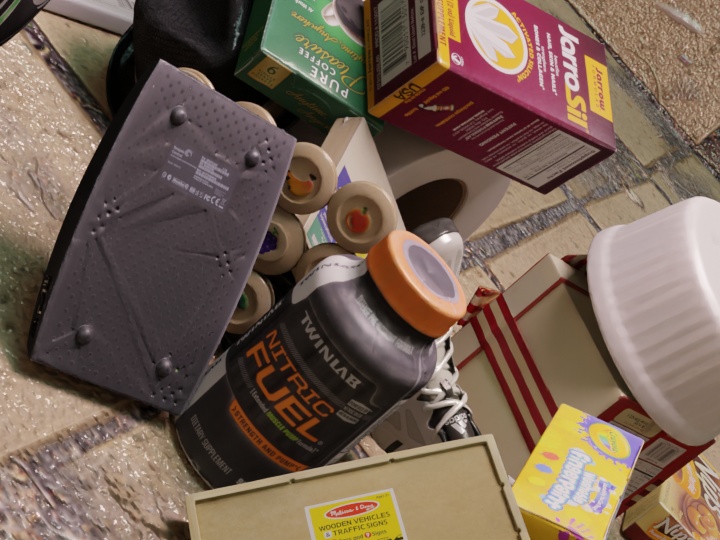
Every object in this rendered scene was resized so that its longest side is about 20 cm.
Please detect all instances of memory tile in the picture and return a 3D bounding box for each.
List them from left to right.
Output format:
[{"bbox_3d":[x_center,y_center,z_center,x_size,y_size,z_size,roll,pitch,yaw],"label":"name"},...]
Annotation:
[{"bbox_3d":[-0.083,-0.034,1.005,0.199,0.154,0.017,32,18,6],"label":"memory tile"}]

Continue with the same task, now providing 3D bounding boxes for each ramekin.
[{"bbox_3d":[0.286,0.036,1.213,0.200,0.097,0.202,35,40,-35],"label":"ramekin"}]

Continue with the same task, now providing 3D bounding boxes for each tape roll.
[{"bbox_3d":[0.015,-0.095,1.263,0.202,0.203,0.140,9,44,-57],"label":"tape roll"}]

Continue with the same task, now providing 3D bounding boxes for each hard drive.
[{"bbox_3d":[-0.130,-0.020,0.928,0.134,0.201,0.042,27,-7,-40],"label":"hard drive"}]

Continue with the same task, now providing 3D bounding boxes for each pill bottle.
[{"bbox_3d":[-0.023,0.062,0.946,0.106,0.200,0.107,38,24,-21],"label":"pill bottle"}]

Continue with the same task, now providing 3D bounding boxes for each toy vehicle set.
[{"bbox_3d":[0.001,0.171,0.861,0.027,0.198,0.125,86,-9,-45],"label":"toy vehicle set"}]

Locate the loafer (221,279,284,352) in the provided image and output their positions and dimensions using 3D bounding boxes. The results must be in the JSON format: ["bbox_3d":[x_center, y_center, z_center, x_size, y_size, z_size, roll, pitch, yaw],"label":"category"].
[{"bbox_3d":[-0.094,0.004,1.078,0.201,0.070,0.068,53,23,12],"label":"loafer"}]

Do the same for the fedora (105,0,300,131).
[{"bbox_3d":[-0.127,-0.184,1.163,0.092,0.199,0.202,74,-5,-51],"label":"fedora"}]

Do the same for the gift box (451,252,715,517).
[{"bbox_3d":[0.195,0.101,1.289,0.184,0.200,0.188,31,26,-45],"label":"gift box"}]

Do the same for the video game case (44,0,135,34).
[{"bbox_3d":[-0.270,-0.290,1.295,0.199,0.022,0.183,9,45,-55],"label":"video game case"}]

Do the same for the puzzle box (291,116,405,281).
[{"bbox_3d":[0.000,0.000,1.111,0.134,0.025,0.201,-63,143,-41],"label":"puzzle box"}]

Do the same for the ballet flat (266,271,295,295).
[{"bbox_3d":[-0.075,-0.018,1.164,0.200,0.057,0.066,47,22,-2],"label":"ballet flat"}]

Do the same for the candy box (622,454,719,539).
[{"bbox_3d":[0.333,0.249,1.472,0.116,0.055,0.200,48,22,-1],"label":"candy box"}]

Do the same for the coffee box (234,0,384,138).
[{"bbox_3d":[-0.026,-0.206,1.149,0.122,0.044,0.201,30,50,-27],"label":"coffee box"}]

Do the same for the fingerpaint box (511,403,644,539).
[{"bbox_3d":[0.124,0.207,1.011,0.073,0.168,0.200,23,20,12],"label":"fingerpaint box"}]

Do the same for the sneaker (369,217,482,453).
[{"bbox_3d":[0.058,0.066,1.017,0.075,0.202,0.115,-20,51,-36],"label":"sneaker"}]

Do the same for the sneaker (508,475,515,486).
[{"bbox_3d":[0.061,0.178,1.078,0.080,0.074,0.200,47,22,4],"label":"sneaker"}]

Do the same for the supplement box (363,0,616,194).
[{"bbox_3d":[0.104,-0.154,1.147,0.199,0.085,0.111,20,55,-35],"label":"supplement box"}]

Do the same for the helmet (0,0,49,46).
[{"bbox_3d":[-0.293,-0.221,0.928,0.201,0.190,0.200,55,-12,17],"label":"helmet"}]
